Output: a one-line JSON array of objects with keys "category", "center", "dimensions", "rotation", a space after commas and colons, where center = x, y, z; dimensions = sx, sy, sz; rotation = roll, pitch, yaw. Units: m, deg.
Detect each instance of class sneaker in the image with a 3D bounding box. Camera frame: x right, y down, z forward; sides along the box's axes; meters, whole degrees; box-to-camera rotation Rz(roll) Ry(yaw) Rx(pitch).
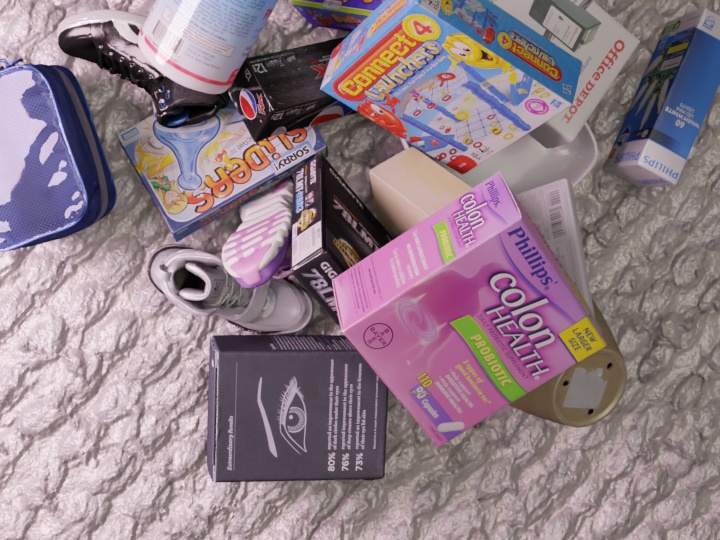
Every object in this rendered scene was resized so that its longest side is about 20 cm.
[{"category": "sneaker", "center": [-0.142, 0.027, 1.330], "dimensions": [0.198, 0.115, 0.076], "rotation": [19, 91, -11]}, {"category": "sneaker", "center": [-0.238, -0.215, 1.304], "dimensions": [0.197, 0.073, 0.113], "rotation": [5, 68, -3]}, {"category": "sneaker", "center": [-0.093, -0.026, 1.312], "dimensions": [0.080, 0.201, 0.089], "rotation": [-20, 113, 13]}]

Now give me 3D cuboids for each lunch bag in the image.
[{"category": "lunch bag", "center": [-0.355, -0.130, 1.279], "dimensions": [0.134, 0.132, 0.202], "rotation": [-16, 96, 6]}]

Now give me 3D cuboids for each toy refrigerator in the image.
[{"category": "toy refrigerator", "center": [0.096, -0.052, 1.286], "dimensions": [0.070, 0.200, 0.077], "rotation": [-29, 133, -19]}]

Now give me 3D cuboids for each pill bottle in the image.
[{"category": "pill bottle", "center": [-0.136, -0.288, 1.206], "dimensions": [0.108, 0.109, 0.201], "rotation": [30, 114, -10]}]

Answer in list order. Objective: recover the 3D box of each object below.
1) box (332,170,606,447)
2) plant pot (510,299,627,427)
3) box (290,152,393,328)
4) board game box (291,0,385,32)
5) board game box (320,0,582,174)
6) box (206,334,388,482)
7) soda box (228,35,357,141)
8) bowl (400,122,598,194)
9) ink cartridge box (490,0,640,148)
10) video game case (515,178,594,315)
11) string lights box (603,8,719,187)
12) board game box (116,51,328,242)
[{"category": "box", "center": [0.104, 0.041, 1.158], "dimensions": [0.199, 0.097, 0.176], "rotation": [-33, 119, 10]}, {"category": "plant pot", "center": [0.202, 0.085, 1.329], "dimensions": [0.185, 0.200, 0.189], "rotation": [-10, 117, -20]}, {"category": "box", "center": [0.000, 0.000, 1.294], "dimensions": [0.049, 0.199, 0.200], "rotation": [-30, 120, 19]}, {"category": "board game box", "center": [0.032, -0.327, 1.315], "dimensions": [0.045, 0.199, 0.136], "rotation": [37, 76, -47]}, {"category": "board game box", "center": [0.090, -0.201, 1.238], "dimensions": [0.194, 0.200, 0.056], "rotation": [28, 61, -20]}, {"category": "box", "center": [-0.073, 0.152, 1.348], "dimensions": [0.197, 0.104, 0.150], "rotation": [2, 97, -11]}, {"category": "soda box", "center": [-0.042, -0.208, 1.325], "dimensions": [0.199, 0.063, 0.071], "rotation": [-20, 74, -34]}, {"category": "bowl", "center": [0.155, -0.153, 1.407], "dimensions": [0.199, 0.075, 0.200], "rotation": [-38, 98, -7]}, {"category": "ink cartridge box", "center": [0.188, -0.255, 1.332], "dimensions": [0.199, 0.084, 0.147], "rotation": [36, 84, -9]}, {"category": "video game case", "center": [0.155, 0.012, 1.288], "dimensions": [0.180, 0.024, 0.202], "rotation": [-18, 55, 22]}, {"category": "string lights box", "center": [0.374, -0.203, 1.434], "dimensions": [0.058, 0.103, 0.202], "rotation": [25, 86, -11]}, {"category": "board game box", "center": [-0.154, -0.140, 1.344], "dimensions": [0.199, 0.034, 0.136], "rotation": [-31, 77, -9]}]
